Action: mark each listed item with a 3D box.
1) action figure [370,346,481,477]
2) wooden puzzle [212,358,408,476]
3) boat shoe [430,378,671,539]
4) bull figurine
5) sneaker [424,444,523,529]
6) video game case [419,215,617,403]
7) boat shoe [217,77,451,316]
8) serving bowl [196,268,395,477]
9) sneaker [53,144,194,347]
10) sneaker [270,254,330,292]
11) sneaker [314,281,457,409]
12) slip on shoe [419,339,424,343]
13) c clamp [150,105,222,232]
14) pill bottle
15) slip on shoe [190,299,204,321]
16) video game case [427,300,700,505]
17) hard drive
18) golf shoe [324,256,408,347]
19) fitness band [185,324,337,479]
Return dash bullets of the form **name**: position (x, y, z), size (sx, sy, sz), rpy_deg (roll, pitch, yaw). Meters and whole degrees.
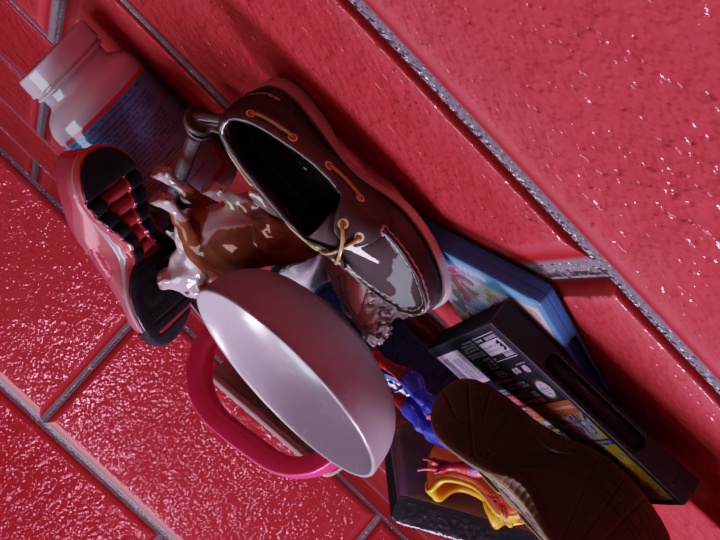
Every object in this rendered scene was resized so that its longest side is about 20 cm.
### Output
- **action figure**: position (0.075, 0.132, 1.009), size (0.198, 0.051, 0.066), rpy_deg (26, 132, 31)
- **wooden puzzle**: position (-0.031, 0.105, 1.267), size (0.184, 0.199, 0.047), rpy_deg (35, 133, 31)
- **boat shoe**: position (0.138, 0.151, 0.883), size (0.200, 0.073, 0.063), rpy_deg (41, 176, 20)
- **bull figurine**: position (-0.110, -0.036, 1.023), size (0.198, 0.066, 0.122), rpy_deg (-14, 133, 37)
- **sneaker**: position (0.151, 0.194, 1.077), size (0.197, 0.078, 0.073), rpy_deg (6, 157, 27)
- **video game case**: position (0.118, 0.048, 0.910), size (0.142, 0.018, 0.201), rpy_deg (32, 164, 45)
- **boat shoe**: position (-0.020, -0.041, 0.859), size (0.202, 0.061, 0.072), rpy_deg (48, 133, 1)
- **serving bowl**: position (-0.041, 0.070, 0.992), size (0.199, 0.066, 0.201), rpy_deg (40, 159, 18)
- **sneaker**: position (-0.213, -0.026, 1.110), size (0.086, 0.073, 0.203), rpy_deg (13, 131, 46)
- **sneaker**: position (-0.038, 0.003, 1.177), size (0.086, 0.075, 0.200), rpy_deg (29, 173, 5)
- **sneaker**: position (0.033, 0.088, 1.127), size (0.199, 0.071, 0.078), rpy_deg (34, 150, 0)
- **slip on shoe**: position (-0.022, 0.084, 1.220), size (0.196, 0.075, 0.061), rpy_deg (5, 177, 14)
- **c clamp**: position (-0.132, -0.074, 1.057), size (0.169, 0.027, 0.200), rpy_deg (32, 143, -8)
- **pill bottle**: position (-0.217, -0.130, 1.156), size (0.200, 0.109, 0.108), rpy_deg (47, 167, -19)
- **slip on shoe**: position (-0.092, 0.047, 1.131), size (0.200, 0.076, 0.061), rpy_deg (44, 164, 24)
- **video game case**: position (0.142, 0.103, 0.921), size (0.180, 0.026, 0.200), rpy_deg (43, 167, -1)
- **hard drive**: position (0.092, 0.207, 1.208), size (0.137, 0.033, 0.200), rpy_deg (17, -166, -6)
- **golf shoe**: position (0.000, 0.000, 1.001), size (0.097, 0.078, 0.200), rpy_deg (47, 168, 8)
- **fitness band**: position (-0.079, 0.108, 1.179), size (0.199, 0.145, 0.037), rpy_deg (32, -177, 26)
